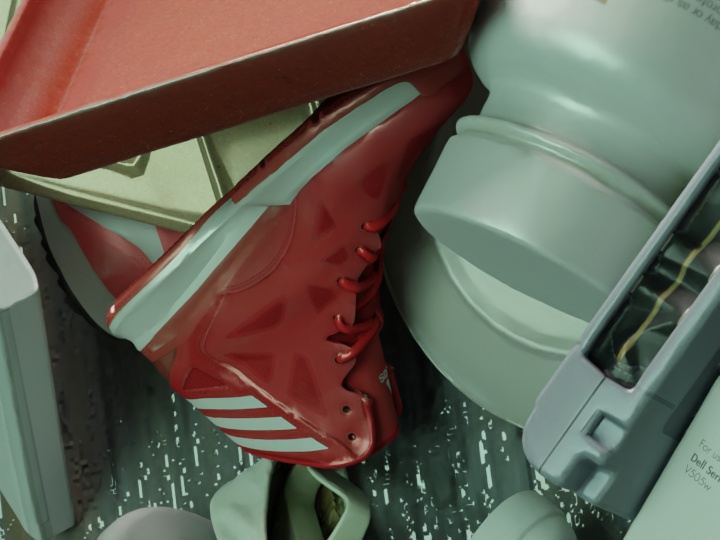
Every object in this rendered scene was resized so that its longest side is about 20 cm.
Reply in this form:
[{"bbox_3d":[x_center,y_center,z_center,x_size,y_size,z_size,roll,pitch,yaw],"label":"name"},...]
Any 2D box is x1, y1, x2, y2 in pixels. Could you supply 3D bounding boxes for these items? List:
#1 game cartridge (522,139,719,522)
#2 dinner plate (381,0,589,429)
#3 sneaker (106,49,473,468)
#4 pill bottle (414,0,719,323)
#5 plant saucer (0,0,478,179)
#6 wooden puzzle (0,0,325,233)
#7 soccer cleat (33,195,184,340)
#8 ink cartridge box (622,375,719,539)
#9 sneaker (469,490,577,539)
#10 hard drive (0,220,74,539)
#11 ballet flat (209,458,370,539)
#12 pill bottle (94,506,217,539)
[{"bbox_3d":[0.141,-0.002,0.858,0.040,0.133,0.200,38,94,33],"label":"game cartridge"},{"bbox_3d":[0.087,-0.034,0.963,0.200,0.024,0.201,0,89,30],"label":"dinner plate"},{"bbox_3d":[0.000,0.000,0.987,0.116,0.078,0.200,47,129,-3],"label":"sneaker"},{"bbox_3d":[0.102,-0.087,0.877,0.114,0.114,0.200,22,80,36],"label":"pill bottle"},{"bbox_3d":[-0.035,-0.107,0.936,0.199,0.200,0.037,-16,119,18],"label":"plant saucer"},{"bbox_3d":[-0.065,-0.110,1.056,0.200,0.046,0.186,15,96,11],"label":"wooden puzzle"},{"bbox_3d":[-0.122,-0.068,1.128,0.073,0.068,0.200,-31,67,12],"label":"soccer cleat"},{"bbox_3d":[0.145,0.100,0.869,0.067,0.117,0.200,39,111,31],"label":"ink cartridge box"},{"bbox_3d":[0.072,0.191,0.957,0.115,0.074,0.200,29,115,33],"label":"sneaker"},{"bbox_3d":[-0.169,0.019,1.097,0.132,0.026,0.200,54,161,27],"label":"hard drive"},{"bbox_3d":[-0.016,0.124,0.984,0.070,0.069,0.200,-61,23,19],"label":"ballet flat"},{"bbox_3d":[-0.116,0.203,1.071,0.200,0.113,0.113,-49,61,26],"label":"pill bottle"}]
